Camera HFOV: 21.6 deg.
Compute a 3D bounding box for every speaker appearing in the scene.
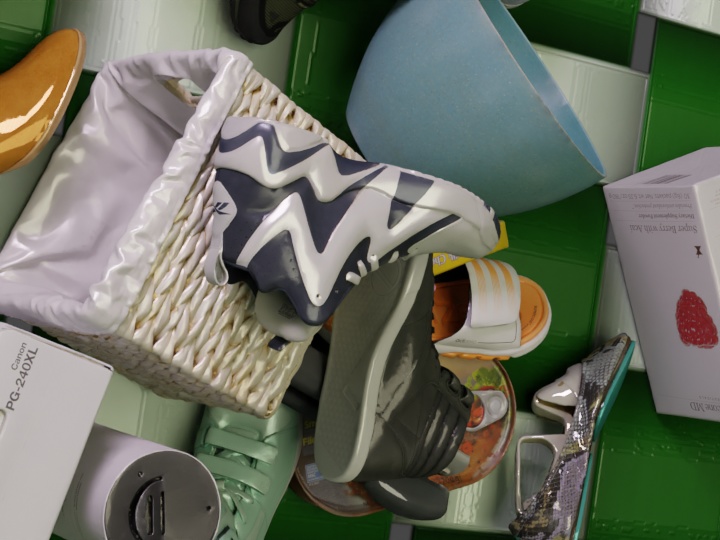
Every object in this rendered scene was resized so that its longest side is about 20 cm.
[{"bbox_3d":[-0.167,0.143,1.225,0.081,0.200,0.082,-2,93,-29],"label":"speaker"}]

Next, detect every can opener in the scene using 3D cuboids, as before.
[{"bbox_3d":[-0.001,0.117,1.345,0.200,0.053,0.067,33,54,-34],"label":"can opener"}]

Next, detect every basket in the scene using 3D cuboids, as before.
[{"bbox_3d":[-0.117,-0.021,1.252,0.161,0.198,0.201,36,74,-28],"label":"basket"}]

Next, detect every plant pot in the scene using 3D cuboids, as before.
[{"bbox_3d":[0.070,-0.115,1.377,0.135,0.200,0.200,-34,112,12],"label":"plant pot"}]

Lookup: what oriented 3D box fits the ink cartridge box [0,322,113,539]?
[{"bbox_3d":[-0.247,0.107,1.178,0.083,0.200,0.146,25,80,-28],"label":"ink cartridge box"}]

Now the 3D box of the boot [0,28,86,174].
[{"bbox_3d":[-0.281,-0.107,1.226,0.144,0.071,0.202,36,79,-26],"label":"boot"}]

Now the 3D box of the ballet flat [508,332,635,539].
[{"bbox_3d":[0.161,0.129,1.489,0.072,0.072,0.201,34,63,-26],"label":"ballet flat"}]

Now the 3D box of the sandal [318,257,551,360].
[{"bbox_3d":[0.064,0.024,1.417,0.206,0.059,0.079,-4,50,-29],"label":"sandal"}]

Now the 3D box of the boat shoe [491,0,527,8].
[{"bbox_3d":[0.102,-0.301,1.435,0.070,0.071,0.202,-22,99,-27],"label":"boat shoe"}]

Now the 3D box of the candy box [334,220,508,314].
[{"bbox_3d":[0.000,0.000,1.373,0.199,0.102,0.027,-21,107,-27],"label":"candy box"}]

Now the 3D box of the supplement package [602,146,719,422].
[{"bbox_3d":[0.298,0.010,1.533,0.119,0.121,0.201,-21,101,-28],"label":"supplement package"}]

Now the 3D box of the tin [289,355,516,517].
[{"bbox_3d":[0.027,0.117,1.431,0.199,0.042,0.113,-11,101,-29],"label":"tin"}]

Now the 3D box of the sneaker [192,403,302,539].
[{"bbox_3d":[-0.090,0.148,1.311,0.073,0.118,0.201,11,86,7],"label":"sneaker"}]

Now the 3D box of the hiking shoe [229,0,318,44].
[{"bbox_3d":[-0.009,-0.224,1.324,0.200,0.101,0.076,-48,159,17],"label":"hiking shoe"}]

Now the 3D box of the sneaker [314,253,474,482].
[{"bbox_3d":[0.035,0.053,1.306,0.099,0.071,0.201,15,88,-39],"label":"sneaker"}]

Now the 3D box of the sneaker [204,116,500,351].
[{"bbox_3d":[-0.011,-0.006,1.164,0.199,0.079,0.130,19,85,-35],"label":"sneaker"}]
